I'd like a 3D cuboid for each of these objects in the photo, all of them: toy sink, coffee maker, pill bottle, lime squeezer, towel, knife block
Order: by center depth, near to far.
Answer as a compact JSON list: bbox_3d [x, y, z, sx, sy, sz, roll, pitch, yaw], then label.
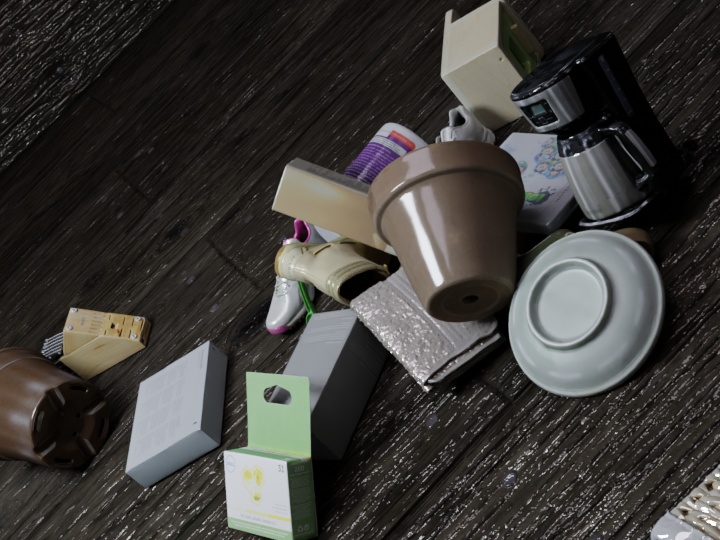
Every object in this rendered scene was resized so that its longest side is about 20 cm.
[{"bbox_3d":[0.295,-0.181,1.454,0.135,0.200,0.192,-22,16,37],"label":"coffee maker"},{"bbox_3d":[0.084,0.063,1.541,0.132,0.035,0.200,-34,46,-12],"label":"towel"},{"bbox_3d":[-0.083,0.101,1.743,0.038,0.071,0.201,11,89,37],"label":"lime squeezer"},{"bbox_3d":[0.021,-0.121,1.843,0.200,0.111,0.111,-51,31,-13],"label":"pill bottle"},{"bbox_3d":[0.211,-0.339,1.870,0.112,0.130,0.200,-26,33,27],"label":"toy sink"},{"bbox_3d":[-0.489,0.156,2.179,0.199,0.176,0.064,7,41,-4],"label":"knife block"}]

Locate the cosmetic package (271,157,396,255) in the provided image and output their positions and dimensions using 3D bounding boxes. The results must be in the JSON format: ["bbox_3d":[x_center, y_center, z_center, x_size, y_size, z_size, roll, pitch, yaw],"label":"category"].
[{"bbox_3d":[-0.019,-0.093,1.726,0.105,0.200,0.071,-58,-11,-77],"label":"cosmetic package"}]

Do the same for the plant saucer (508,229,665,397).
[{"bbox_3d":[0.246,0.042,1.359,0.200,0.050,0.201,-17,61,35],"label":"plant saucer"}]

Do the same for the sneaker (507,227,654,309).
[{"bbox_3d":[0.264,-0.022,1.468,0.200,0.067,0.090,-28,39,31],"label":"sneaker"}]

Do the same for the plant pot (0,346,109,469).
[{"bbox_3d":[-0.536,0.242,2.002,0.198,0.200,0.200,8,57,44],"label":"plant pot"}]

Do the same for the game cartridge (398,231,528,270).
[{"bbox_3d":[0.138,-0.016,1.651,0.200,0.032,0.177,-18,39,38],"label":"game cartridge"}]

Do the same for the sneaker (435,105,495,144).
[{"bbox_3d":[0.139,-0.162,1.776,0.074,0.087,0.200,-19,38,34],"label":"sneaker"}]

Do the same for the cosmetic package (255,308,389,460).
[{"bbox_3d":[-0.046,0.154,1.610,0.107,0.090,0.200,-8,48,45],"label":"cosmetic package"}]

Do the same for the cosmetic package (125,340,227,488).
[{"bbox_3d":[-0.281,0.220,1.842,0.151,0.052,0.200,-33,32,21],"label":"cosmetic package"}]

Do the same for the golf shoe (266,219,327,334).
[{"bbox_3d":[-0.107,0.005,1.862,0.075,0.092,0.200,-6,48,45],"label":"golf shoe"}]

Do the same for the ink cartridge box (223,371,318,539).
[{"bbox_3d":[-0.118,0.235,1.516,0.145,0.048,0.201,-1,94,50],"label":"ink cartridge box"}]

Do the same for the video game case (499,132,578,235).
[{"bbox_3d":[0.234,-0.123,1.632,0.200,0.024,0.182,11,51,49],"label":"video game case"}]

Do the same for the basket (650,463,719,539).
[{"bbox_3d":[0.367,0.233,0.896,0.161,0.200,0.198,-47,30,-9],"label":"basket"}]

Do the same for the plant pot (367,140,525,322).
[{"bbox_3d":[0.118,-0.036,1.483,0.200,0.200,0.175,-27,54,27],"label":"plant pot"}]

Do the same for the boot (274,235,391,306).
[{"bbox_3d":[0.000,0.000,1.692,0.155,0.200,0.073,22,109,46],"label":"boot"}]
